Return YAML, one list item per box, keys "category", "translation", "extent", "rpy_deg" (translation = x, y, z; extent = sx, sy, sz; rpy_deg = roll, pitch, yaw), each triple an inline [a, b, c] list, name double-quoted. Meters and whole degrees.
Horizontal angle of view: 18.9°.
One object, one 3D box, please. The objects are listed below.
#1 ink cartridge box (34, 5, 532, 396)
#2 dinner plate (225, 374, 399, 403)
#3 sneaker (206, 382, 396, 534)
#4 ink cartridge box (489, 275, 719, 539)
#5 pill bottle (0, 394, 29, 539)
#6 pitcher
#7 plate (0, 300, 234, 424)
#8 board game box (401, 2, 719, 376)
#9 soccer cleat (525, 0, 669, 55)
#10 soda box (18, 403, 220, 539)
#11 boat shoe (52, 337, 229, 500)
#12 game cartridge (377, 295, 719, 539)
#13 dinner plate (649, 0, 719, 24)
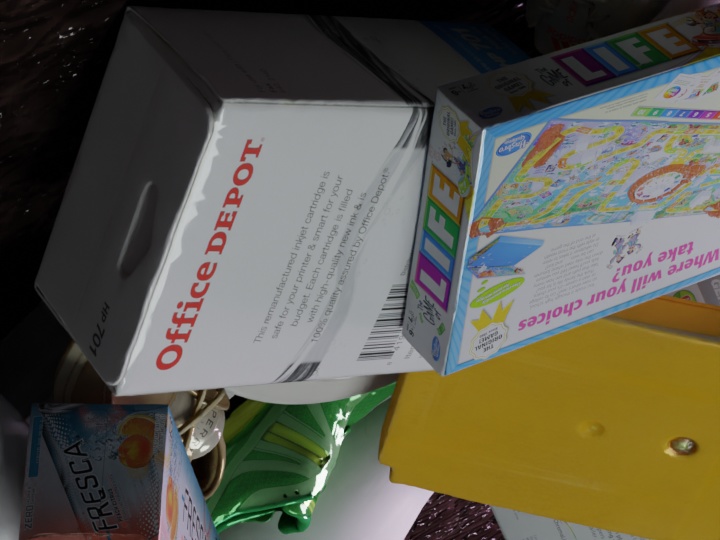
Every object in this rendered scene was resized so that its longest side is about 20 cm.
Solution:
- category: "ink cartridge box"
  translation: [-0.021, -0.031, 0.937]
  extent: [0.200, 0.086, 0.146]
  rpy_deg: [-1, 126, -38]
- category: "dinner plate"
  translation: [0.000, 0.000, 1.087]
  extent: [0.200, 0.024, 0.200]
  rpy_deg: [-15, 136, -15]
- category: "sneaker"
  translation: [-0.043, 0.111, 1.283]
  extent: [0.200, 0.084, 0.074]
  rpy_deg: [-35, 166, -12]
- category: "ink cartridge box"
  translation: [0.159, 0.101, 1.220]
  extent: [0.176, 0.200, 0.084]
  rpy_deg: [-22, -169, 10]
- category: "pill bottle"
  translation: [-0.197, 0.114, 1.014]
  extent: [0.116, 0.116, 0.200]
  rpy_deg: [-25, 155, -8]
- category: "pitcher"
  translation: [-0.018, 0.145, 1.387]
  extent: [0.200, 0.121, 0.172]
  rpy_deg: [-38, 174, -5]
- category: "plate"
  translation: [-0.129, 0.062, 1.159]
  extent: [0.200, 0.032, 0.200]
  rpy_deg: [-41, 155, 27]
- category: "board game box"
  translation: [0.116, -0.042, 0.952]
  extent: [0.200, 0.034, 0.135]
  rpy_deg: [-18, 135, -29]
- category: "soccer cleat"
  translation: [0.103, -0.130, 0.955]
  extent: [0.078, 0.069, 0.200]
  rpy_deg: [-49, 160, 1]
- category: "soda box"
  translation: [-0.108, 0.127, 1.013]
  extent: [0.064, 0.068, 0.200]
  rpy_deg: [0, 155, 3]
- category: "boat shoe"
  translation: [-0.095, 0.063, 1.040]
  extent: [0.074, 0.069, 0.200]
  rpy_deg: [-56, 167, -15]
- category: "game cartridge"
  translation: [0.119, 0.069, 1.105]
  extent: [0.200, 0.032, 0.176]
  rpy_deg: [13, 140, -3]
- category: "dinner plate"
  translation: [0.161, -0.077, 1.039]
  extent: [0.200, 0.024, 0.200]
  rpy_deg: [-43, 157, -23]
